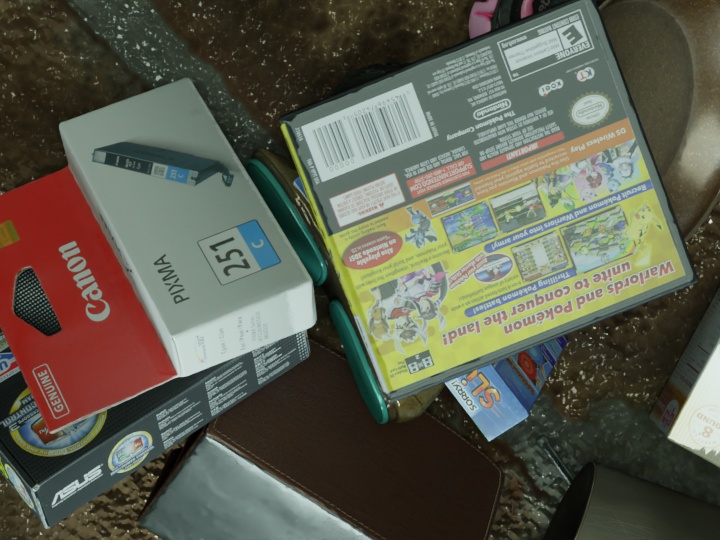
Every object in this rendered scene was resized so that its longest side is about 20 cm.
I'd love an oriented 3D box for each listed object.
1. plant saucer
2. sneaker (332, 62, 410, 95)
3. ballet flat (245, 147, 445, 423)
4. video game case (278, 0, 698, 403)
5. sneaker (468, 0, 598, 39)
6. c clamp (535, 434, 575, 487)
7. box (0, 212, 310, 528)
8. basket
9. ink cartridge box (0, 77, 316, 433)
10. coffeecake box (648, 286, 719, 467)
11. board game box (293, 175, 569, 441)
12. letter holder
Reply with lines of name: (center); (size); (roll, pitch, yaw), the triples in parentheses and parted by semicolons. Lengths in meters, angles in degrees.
plant saucer: (0.169, -0.094, 1.314); (0.199, 0.037, 0.202); (-19, 120, -36)
sneaker: (0.070, -0.081, 1.303); (0.198, 0.078, 0.090); (8, 92, -31)
ballet flat: (0.000, 0.000, 1.351); (0.072, 0.068, 0.201); (-28, 85, -16)
video game case: (0.075, -0.042, 1.229); (0.198, 0.026, 0.182); (-21, 96, 3)
sneaker: (0.139, -0.211, 1.311); (0.078, 0.095, 0.202); (19, 97, -16)
c clamp: (0.105, 0.237, 1.397); (0.200, 0.027, 0.171); (-44, 101, 0)
box: (-0.156, 0.044, 1.288); (0.199, 0.044, 0.160); (-32, 53, -19)
basket: (0.214, 0.214, 1.326); (0.198, 0.181, 0.137); (24, 61, -1)
ink cartridge box: (-0.145, -0.015, 1.279); (0.175, 0.045, 0.201); (-22, 51, -14)
coffeecake box: (0.304, 0.051, 1.355); (0.153, 0.073, 0.201); (28, 95, -5)
board game box: (0.049, -0.004, 1.316); (0.034, 0.135, 0.201); (-35, 95, 24)
letter holder: (-0.020, 0.143, 1.358); (0.199, 0.143, 0.101); (33, 127, -7)
